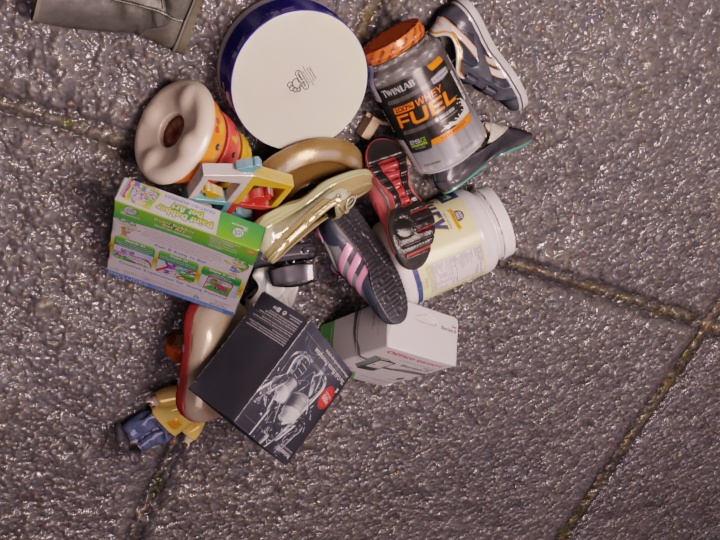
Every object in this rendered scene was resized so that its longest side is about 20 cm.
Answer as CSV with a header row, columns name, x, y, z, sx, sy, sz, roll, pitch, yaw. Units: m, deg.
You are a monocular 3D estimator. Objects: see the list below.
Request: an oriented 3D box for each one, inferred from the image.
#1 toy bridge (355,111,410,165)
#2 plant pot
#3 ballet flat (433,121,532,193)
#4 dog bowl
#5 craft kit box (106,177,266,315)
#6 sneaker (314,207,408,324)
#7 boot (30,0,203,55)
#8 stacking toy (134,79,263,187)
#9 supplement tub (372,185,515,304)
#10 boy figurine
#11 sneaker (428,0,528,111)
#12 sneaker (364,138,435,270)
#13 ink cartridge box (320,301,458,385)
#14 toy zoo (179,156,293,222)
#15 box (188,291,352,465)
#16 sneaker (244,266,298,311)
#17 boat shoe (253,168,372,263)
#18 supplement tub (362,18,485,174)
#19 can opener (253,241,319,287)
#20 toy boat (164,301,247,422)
name,x,y,z,sx,sy,sz,roll,pitch,yaw
toy bridge,0.084,-0.199,1.380,0.199,0.027,0.067,26,104,-33
plant pot,-0.082,-0.116,1.307,0.199,0.028,0.200,-20,152,-12
ballet flat,0.190,-0.194,1.395,0.200,0.073,0.073,-32,129,-23
dog bowl,-0.094,-0.273,1.226,0.199,0.079,0.201,-11,123,-17
craft kit box,-0.248,-0.027,1.232,0.199,0.049,0.198,20,149,-9
sneaker,0.000,0.000,1.349,0.070,0.201,0.082,-23,173,-45
boot,-0.293,-0.368,1.098,0.199,0.073,0.183,15,111,-22
stacking toy,-0.201,-0.166,1.239,0.146,0.146,0.200,-52,143,12
supplement tub,0.133,-0.043,1.422,0.199,0.145,0.146,-23,126,-9
boy figurine,-0.300,0.243,1.462,0.199,0.064,0.125,-27,123,-4
sneaker,0.172,-0.306,1.323,0.079,0.078,0.200,-41,116,-2
sneaker,0.056,-0.097,1.337,0.073,0.087,0.201,-16,86,-14
ink cartridge box,0.043,0.121,1.453,0.145,0.085,0.200,18,155,-30
toy zoo,-0.178,-0.096,1.207,0.131,0.021,0.200,4,153,-31
box,-0.129,0.168,1.341,0.182,0.104,0.200,-53,147,-13
sneaker,-0.152,0.073,1.428,0.080,0.071,0.201,9,114,-10
boat shoe,-0.060,-0.080,1.257,0.200,0.063,0.073,-29,170,-23
supplement tub,0.088,-0.252,1.278,0.122,0.123,0.200,-33,114,-1
can opener,-0.162,-0.015,1.343,0.199,0.079,0.063,-2,163,-4
toy boat,-0.251,0.128,1.380,0.130,0.130,0.201,-9,111,-58
